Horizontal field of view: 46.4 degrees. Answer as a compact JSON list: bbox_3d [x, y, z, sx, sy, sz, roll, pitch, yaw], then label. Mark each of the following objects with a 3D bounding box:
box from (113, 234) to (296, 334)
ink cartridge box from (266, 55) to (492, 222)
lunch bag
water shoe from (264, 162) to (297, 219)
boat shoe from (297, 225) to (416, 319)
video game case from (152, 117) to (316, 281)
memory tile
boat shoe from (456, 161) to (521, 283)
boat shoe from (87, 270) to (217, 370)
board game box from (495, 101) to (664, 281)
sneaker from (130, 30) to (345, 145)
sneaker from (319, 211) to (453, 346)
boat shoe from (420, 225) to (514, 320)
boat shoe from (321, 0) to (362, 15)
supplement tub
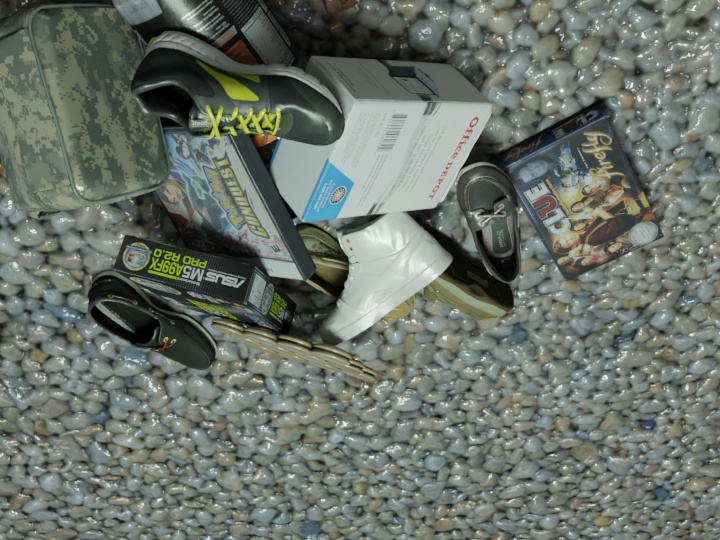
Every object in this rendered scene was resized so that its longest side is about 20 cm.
[{"bbox_3d":[-0.174,0.021,0.991,0.159,0.045,0.200,13,168,11],"label":"box"},{"bbox_3d":[0.021,-0.137,0.882,0.199,0.086,0.147,-10,139,-42],"label":"ink cartridge box"},{"bbox_3d":[-0.304,-0.158,0.844,0.167,0.139,0.201,-6,102,35],"label":"lunch bag"},{"bbox_3d":[-0.133,-0.079,0.986,0.199,0.079,0.072,-19,127,14],"label":"water shoe"},{"bbox_3d":[-0.013,0.018,1.078,0.199,0.063,0.073,28,122,-22],"label":"boat shoe"},{"bbox_3d":[-0.157,-0.077,0.914,0.180,0.026,0.201,7,135,39],"label":"video game case"},{"bbox_3d":[-0.083,0.101,1.081,0.199,0.017,0.153,12,166,24],"label":"memory tile"},{"bbox_3d":[0.161,-0.053,0.993,0.066,0.057,0.200,-20,147,8],"label":"boat shoe"},{"bbox_3d":[-0.278,0.082,1.124,0.074,0.063,0.201,-36,123,22],"label":"boat shoe"},{"bbox_3d":[0.268,-0.089,1.019,0.135,0.035,0.200,-27,125,19],"label":"board game box"},{"bbox_3d":[-0.114,-0.145,0.761,0.199,0.085,0.075,18,141,5],"label":"sneaker"},{"bbox_3d":[0.000,0.000,1.002,0.200,0.074,0.116,-38,100,25],"label":"sneaker"},{"bbox_3d":[0.106,0.015,1.080,0.199,0.072,0.076,34,132,-26],"label":"boat shoe"},{"bbox_3d":[-0.053,-0.333,0.791,0.070,0.071,0.200,-27,125,14],"label":"boat shoe"},{"bbox_3d":[-0.140,-0.228,0.840,0.122,0.123,0.200,-25,125,17],"label":"supplement tub"}]
